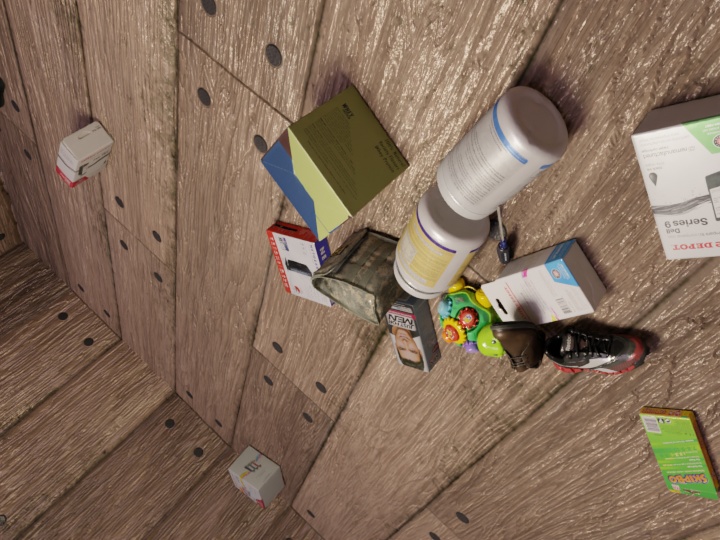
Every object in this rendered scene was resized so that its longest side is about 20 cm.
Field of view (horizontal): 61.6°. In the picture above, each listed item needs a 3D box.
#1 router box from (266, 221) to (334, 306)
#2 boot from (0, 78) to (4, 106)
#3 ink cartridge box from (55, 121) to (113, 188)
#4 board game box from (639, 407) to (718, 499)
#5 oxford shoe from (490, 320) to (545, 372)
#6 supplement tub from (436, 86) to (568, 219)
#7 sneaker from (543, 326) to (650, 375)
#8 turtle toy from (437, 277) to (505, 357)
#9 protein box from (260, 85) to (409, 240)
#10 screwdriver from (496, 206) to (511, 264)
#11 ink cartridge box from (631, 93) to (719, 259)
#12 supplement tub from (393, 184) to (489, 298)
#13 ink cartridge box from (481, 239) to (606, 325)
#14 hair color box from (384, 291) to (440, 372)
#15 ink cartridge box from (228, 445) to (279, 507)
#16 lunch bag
[{"bbox_3d":[-0.149,-0.018,1.597,0.176,0.049,0.204,15,132,37],"label":"router box"},{"bbox_3d":[-1.431,-0.643,2.263,0.077,0.168,0.198,54,144,-11],"label":"boot"},{"bbox_3d":[-0.901,-0.376,1.973,0.083,0.147,0.199,49,145,-6],"label":"ink cartridge box"},{"bbox_3d":[0.614,0.351,1.159,0.094,0.030,0.204,-6,115,49],"label":"board game box"},{"bbox_3d":[0.301,0.144,1.132,0.071,0.087,0.198,-8,157,37],"label":"oxford shoe"},{"bbox_3d":[0.227,-0.187,0.987,0.132,0.132,0.200,48,143,-1],"label":"supplement tub"},{"bbox_3d":[0.423,0.146,1.112,0.097,0.073,0.198,28,156,-32],"label":"sneaker"},{"bbox_3d":[0.234,0.112,1.257,0.198,0.100,0.149,22,138,45],"label":"turtle toy"},{"bbox_3d":[-0.049,-0.211,1.190,0.200,0.200,0.134,52,143,-7],"label":"protein box"},{"bbox_3d":[0.259,-0.062,1.088,0.028,0.028,0.201,20,162,20],"label":"screwdriver"},{"bbox_3d":[0.476,-0.124,0.822,0.144,0.084,0.203,-4,120,48],"label":"ink cartridge box"},{"bbox_3d":[0.151,-0.051,1.176,0.145,0.145,0.202,39,143,10],"label":"supplement tub"},{"bbox_3d":[0.335,0.032,1.124,0.116,0.068,0.198,54,143,-10],"label":"ink cartridge box"},{"bbox_3d":[0.121,0.140,1.451,0.097,0.061,0.204,11,131,39],"label":"hair color box"},{"bbox_3d":[-0.461,0.915,2.685,0.197,0.144,0.148,22,138,32],"label":"ink cartridge box"},{"bbox_3d":[0.000,0.000,1.362,0.196,0.164,0.120,22,143,30],"label":"lunch bag"}]
